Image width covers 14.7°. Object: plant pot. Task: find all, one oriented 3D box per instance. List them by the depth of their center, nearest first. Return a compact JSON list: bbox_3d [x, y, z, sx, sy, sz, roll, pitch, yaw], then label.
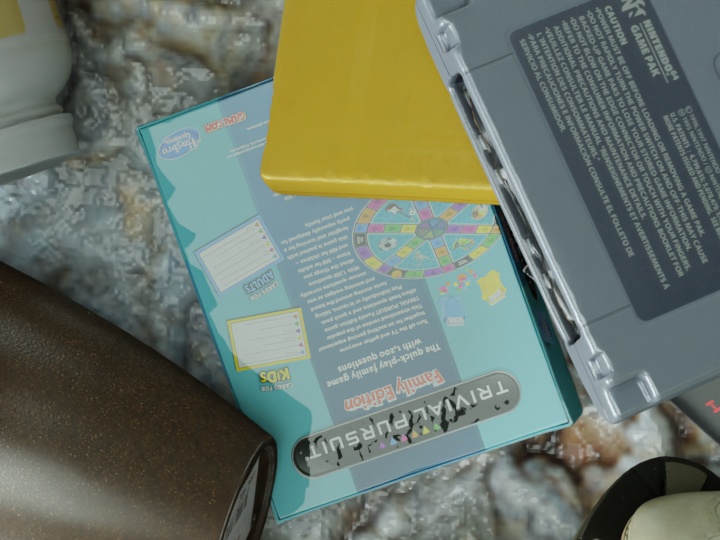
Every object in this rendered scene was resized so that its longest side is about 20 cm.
[{"bbox_3d":[-0.147,0.092,1.287,0.200,0.187,0.187,16,98,11],"label":"plant pot"}]

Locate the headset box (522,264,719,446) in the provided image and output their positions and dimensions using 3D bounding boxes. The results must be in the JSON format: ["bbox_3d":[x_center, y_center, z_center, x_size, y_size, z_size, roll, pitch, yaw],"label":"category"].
[{"bbox_3d":[0.196,-0.028,1.263,0.149,0.077,0.200,41,101,6],"label":"headset box"}]

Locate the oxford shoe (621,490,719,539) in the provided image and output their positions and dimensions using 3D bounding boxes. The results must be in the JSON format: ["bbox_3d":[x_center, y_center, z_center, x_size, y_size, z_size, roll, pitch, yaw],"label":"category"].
[{"bbox_3d":[0.209,0.117,1.226,0.200,0.074,0.071,4,51,19],"label":"oxford shoe"}]

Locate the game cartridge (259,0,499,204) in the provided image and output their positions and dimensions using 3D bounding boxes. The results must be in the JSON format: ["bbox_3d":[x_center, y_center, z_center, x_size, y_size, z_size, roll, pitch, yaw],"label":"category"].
[{"bbox_3d":[0.053,-0.127,1.266,0.176,0.032,0.200,4,76,17],"label":"game cartridge"}]

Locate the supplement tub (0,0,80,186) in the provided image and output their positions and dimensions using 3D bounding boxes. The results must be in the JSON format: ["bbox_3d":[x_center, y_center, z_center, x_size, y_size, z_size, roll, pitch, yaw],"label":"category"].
[{"bbox_3d":[-0.220,-0.130,1.306,0.145,0.145,0.200,-18,91,13],"label":"supplement tub"}]

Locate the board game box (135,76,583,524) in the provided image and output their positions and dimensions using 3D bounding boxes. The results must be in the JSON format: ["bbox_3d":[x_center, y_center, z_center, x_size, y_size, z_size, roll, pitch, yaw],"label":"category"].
[{"bbox_3d":[0.000,0.000,1.321,0.151,0.047,0.200,-19,91,12],"label":"board game box"}]

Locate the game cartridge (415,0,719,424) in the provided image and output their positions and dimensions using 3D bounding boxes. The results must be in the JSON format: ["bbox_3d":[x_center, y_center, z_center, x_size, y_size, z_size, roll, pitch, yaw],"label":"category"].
[{"bbox_3d":[0.122,-0.050,1.191,0.133,0.042,0.200,-22,82,-19],"label":"game cartridge"}]

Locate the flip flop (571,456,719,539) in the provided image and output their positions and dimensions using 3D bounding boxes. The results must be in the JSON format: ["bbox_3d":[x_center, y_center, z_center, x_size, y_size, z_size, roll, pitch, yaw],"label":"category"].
[{"bbox_3d":[0.097,0.165,1.282,0.081,0.058,0.200,38,63,15],"label":"flip flop"}]
